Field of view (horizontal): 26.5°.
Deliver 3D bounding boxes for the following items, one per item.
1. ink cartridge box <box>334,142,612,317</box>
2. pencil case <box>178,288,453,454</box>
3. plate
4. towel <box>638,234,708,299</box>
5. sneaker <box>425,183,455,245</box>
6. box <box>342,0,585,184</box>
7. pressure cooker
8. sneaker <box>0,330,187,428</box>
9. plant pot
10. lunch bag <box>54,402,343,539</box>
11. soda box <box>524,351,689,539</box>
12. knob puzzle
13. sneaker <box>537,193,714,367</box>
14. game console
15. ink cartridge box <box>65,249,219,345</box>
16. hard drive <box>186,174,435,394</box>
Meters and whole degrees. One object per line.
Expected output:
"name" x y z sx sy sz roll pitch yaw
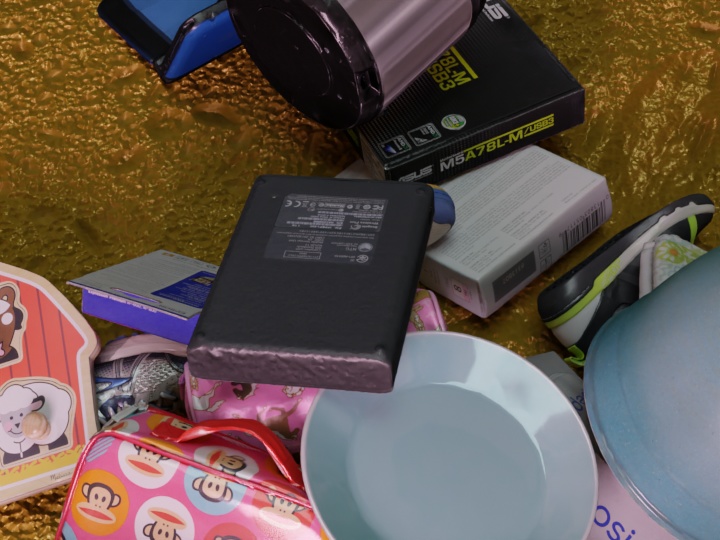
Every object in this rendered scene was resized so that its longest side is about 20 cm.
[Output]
"ink cartridge box" 0.088 -0.057 1.301 0.162 0.058 0.199 -37 42 -26
"pencil case" -0.030 0.078 1.086 0.198 0.084 0.087 -18 14 -3
"plate" 0.057 0.131 0.999 0.197 0.026 0.202 5 54 -7
"towel" 0.285 0.079 1.155 0.169 0.048 0.202 22 48 -16
"sneaker" 0.000 0.000 1.178 0.198 0.076 0.088 -23 58 -24
"box" 0.068 -0.168 1.349 0.191 0.048 0.201 -23 48 -10
"pressure cooker" 0.008 -0.238 1.270 0.200 0.180 0.175 -43 44 -20
"sneaker" -0.186 0.100 1.149 0.197 0.077 0.086 -1 59 8
"plant pot" 0.279 0.059 1.002 0.198 0.188 0.202 17 49 -20
"lunch bag" -0.102 0.179 1.018 0.198 0.178 0.082 21 14 10
"soda box" 0.169 0.150 1.078 0.063 0.069 0.200 -6 45 -49
"knob puzzle" -0.287 0.076 1.124 0.217 0.030 0.223 -6 67 13
"sneaker" 0.224 0.013 1.242 0.199 0.072 0.083 -34 90 -26
"game console" -0.124 -0.271 1.404 0.199 0.171 0.119 -33 87 -24
"ink cartridge box" -0.144 0.021 1.149 0.094 0.200 0.038 16 98 10
"hard drive" -0.030 0.004 1.066 0.138 0.033 0.201 4 38 10
